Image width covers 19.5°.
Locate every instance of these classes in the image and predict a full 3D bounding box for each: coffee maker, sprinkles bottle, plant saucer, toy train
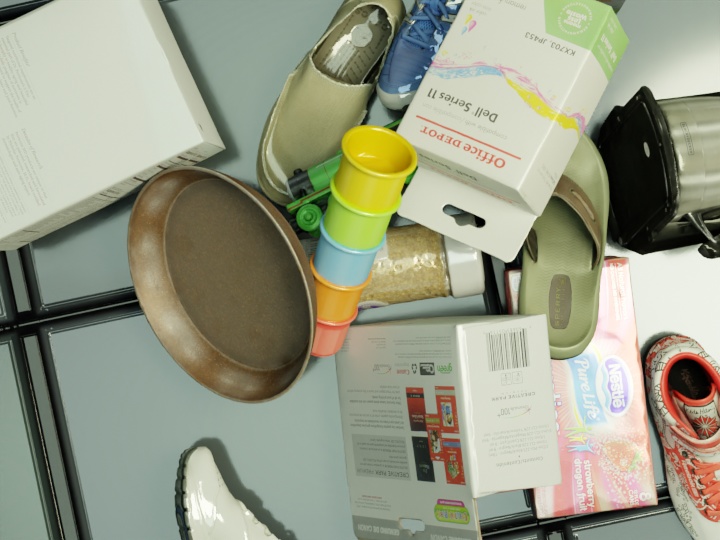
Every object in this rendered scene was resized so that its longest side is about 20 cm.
[{"bbox_3d":[0.297,-0.090,1.661,0.199,0.192,0.135,-8,97,-15],"label":"coffee maker"},{"bbox_3d":[0.000,0.000,1.710,0.199,0.068,0.069,-8,90,3],"label":"sprinkles bottle"},{"bbox_3d":[-0.104,0.008,1.658,0.200,0.034,0.201,20,123,35],"label":"plant saucer"},{"bbox_3d":[0.027,-0.088,1.673,0.199,0.042,0.057,-25,76,10],"label":"toy train"}]

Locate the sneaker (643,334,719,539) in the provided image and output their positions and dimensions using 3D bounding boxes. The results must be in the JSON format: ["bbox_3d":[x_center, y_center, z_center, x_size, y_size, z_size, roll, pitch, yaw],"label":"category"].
[{"bbox_3d":[0.278,0.151,1.680,0.067,0.108,0.202,-17,90,2],"label":"sneaker"}]

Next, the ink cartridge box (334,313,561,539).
[{"bbox_3d":[0.066,0.126,1.639,0.083,0.200,0.177,-6,91,-29],"label":"ink cartridge box"}]

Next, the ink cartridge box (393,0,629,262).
[{"bbox_3d":[0.107,-0.121,1.599,0.117,0.067,0.201,24,82,24],"label":"ink cartridge box"}]

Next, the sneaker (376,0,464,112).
[{"bbox_3d":[0.068,-0.214,1.672,0.075,0.077,0.200,17,66,36],"label":"sneaker"}]

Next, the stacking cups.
[{"bbox_3d":[-0.011,-0.020,1.622,0.060,0.061,0.201,22,131,2],"label":"stacking cups"}]

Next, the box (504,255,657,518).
[{"bbox_3d":[0.177,0.092,1.690,0.102,0.095,0.201,-6,91,2],"label":"box"}]

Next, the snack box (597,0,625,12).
[{"bbox_3d":[0.187,-0.297,1.632,0.067,0.200,0.170,6,92,2],"label":"snack box"}]

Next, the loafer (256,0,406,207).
[{"bbox_3d":[-0.028,-0.146,1.709,0.075,0.068,0.201,26,92,2],"label":"loafer"}]

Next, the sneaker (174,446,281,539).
[{"bbox_3d":[-0.097,0.235,1.725,0.087,0.074,0.201,-21,97,-9],"label":"sneaker"}]

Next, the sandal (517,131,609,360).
[{"bbox_3d":[0.157,-0.032,1.624,0.079,0.057,0.202,-3,69,3],"label":"sandal"}]

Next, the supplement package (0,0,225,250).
[{"bbox_3d":[-0.235,-0.125,1.677,0.199,0.151,0.152,-25,89,3],"label":"supplement package"}]
